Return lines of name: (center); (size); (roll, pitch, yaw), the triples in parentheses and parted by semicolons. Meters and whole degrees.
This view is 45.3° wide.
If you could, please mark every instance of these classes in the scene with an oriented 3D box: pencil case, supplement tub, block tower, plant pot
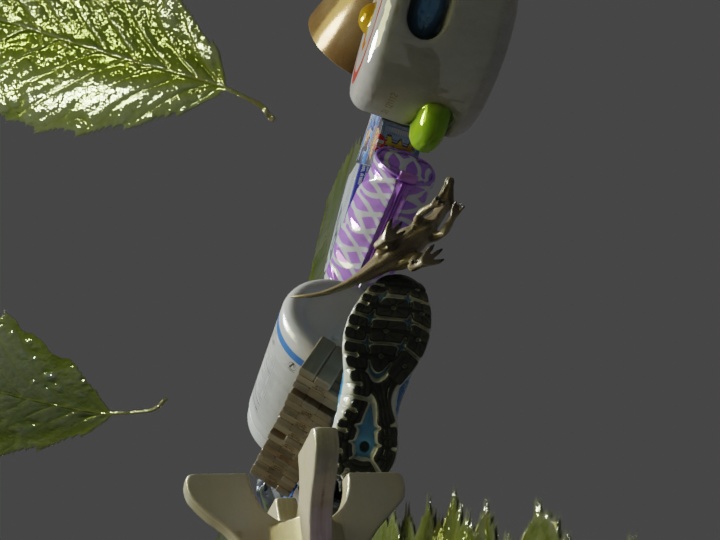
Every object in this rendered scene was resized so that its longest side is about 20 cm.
pencil case: (0.019, -0.046, 1.017); (0.086, 0.084, 0.200); (-70, 1, -61)
supplement tub: (-0.050, 0.120, 1.008); (0.132, 0.132, 0.200); (-83, 11, -49)
block tower: (-0.061, 0.163, 0.919); (0.058, 0.054, 0.200); (-54, -8, -49)
plant pot: (0.036, -0.467, 1.507); (0.200, 0.186, 0.186); (-49, 23, 42)

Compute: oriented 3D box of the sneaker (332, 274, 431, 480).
sneaker: (0.011, 0.100, 0.827); (0.090, 0.078, 0.200); (129, 158, -83)

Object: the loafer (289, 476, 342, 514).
loafer: (-0.037, 0.233, 0.926); (0.200, 0.072, 0.063); (145, 147, -81)

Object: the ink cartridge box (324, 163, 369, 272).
ink cartridge box: (-0.012, -0.097, 1.504); (0.200, 0.041, 0.200); (140, 145, -76)

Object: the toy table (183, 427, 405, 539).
toy table: (-0.046, 0.219, 0.684); (0.200, 0.184, 0.117); (-51, 38, 41)

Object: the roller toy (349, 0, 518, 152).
roller toy: (0.065, -0.239, 0.879); (0.200, 0.140, 0.183); (-84, 13, -55)

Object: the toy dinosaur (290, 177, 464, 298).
toy dinosaur: (0.035, -0.018, 0.810); (0.200, 0.058, 0.101); (-38, 2, -16)

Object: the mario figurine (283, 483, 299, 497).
mario figurine: (-0.095, 0.236, 1.107); (0.106, 0.123, 0.200); (45, -139, -56)

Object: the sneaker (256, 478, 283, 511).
sneaker: (-0.099, 0.290, 1.193); (0.074, 0.081, 0.200); (-142, 69, -81)

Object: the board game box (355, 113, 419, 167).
board game box: (0.054, -0.208, 1.193); (0.200, 0.062, 0.200); (-96, 24, -68)
